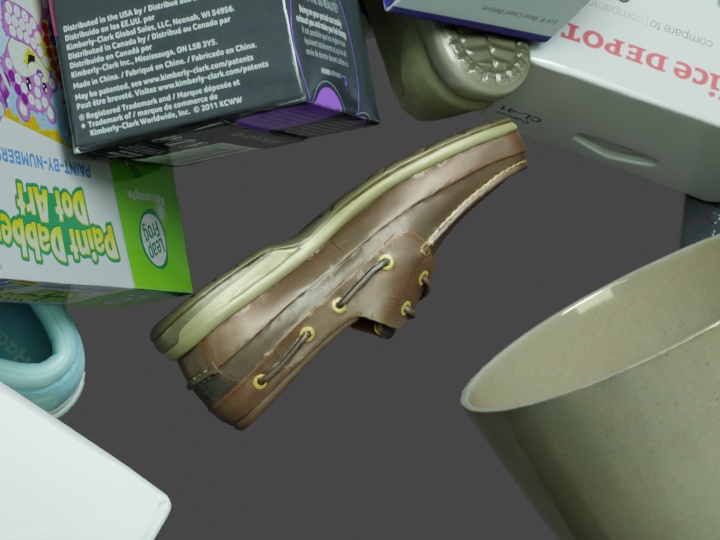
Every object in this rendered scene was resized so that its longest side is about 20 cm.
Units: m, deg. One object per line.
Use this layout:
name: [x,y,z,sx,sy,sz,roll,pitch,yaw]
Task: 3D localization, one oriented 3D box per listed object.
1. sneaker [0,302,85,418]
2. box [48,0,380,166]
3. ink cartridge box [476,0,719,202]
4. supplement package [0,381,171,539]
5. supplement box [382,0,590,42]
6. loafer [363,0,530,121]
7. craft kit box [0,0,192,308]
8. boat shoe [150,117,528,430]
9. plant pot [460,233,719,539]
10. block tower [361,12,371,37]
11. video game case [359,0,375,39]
sneaker: [-0.197,-0.015,0.964,0.200,0.082,0.074,37,69,-2]
box: [-0.071,-0.153,0.933,0.105,0.122,0.201,-10,86,15]
ink cartridge box: [0.154,-0.156,1.091,0.147,0.086,0.201,17,69,-10]
supplement package: [-0.202,0.114,0.864,0.191,0.200,0.147,34,69,-3]
supplement box: [0.050,-0.219,0.986,0.101,0.103,0.201,5,57,-39]
loafer: [0.023,-0.157,1.045,0.075,0.068,0.201,12,54,-35]
craft kit box: [-0.141,-0.086,0.921,0.048,0.200,0.199,-8,86,18]
boat shoe: [0.000,0.000,1.020,0.200,0.072,0.068,-34,90,-14]
plant pot: [0.171,0.105,0.988,0.187,0.187,0.201,-29,98,-20]
block tower: [-0.064,-0.172,1.032,0.054,0.058,0.201,-27,84,-19]
video game case: [-0.063,-0.191,1.079,0.199,0.022,0.183,-14,79,-17]
